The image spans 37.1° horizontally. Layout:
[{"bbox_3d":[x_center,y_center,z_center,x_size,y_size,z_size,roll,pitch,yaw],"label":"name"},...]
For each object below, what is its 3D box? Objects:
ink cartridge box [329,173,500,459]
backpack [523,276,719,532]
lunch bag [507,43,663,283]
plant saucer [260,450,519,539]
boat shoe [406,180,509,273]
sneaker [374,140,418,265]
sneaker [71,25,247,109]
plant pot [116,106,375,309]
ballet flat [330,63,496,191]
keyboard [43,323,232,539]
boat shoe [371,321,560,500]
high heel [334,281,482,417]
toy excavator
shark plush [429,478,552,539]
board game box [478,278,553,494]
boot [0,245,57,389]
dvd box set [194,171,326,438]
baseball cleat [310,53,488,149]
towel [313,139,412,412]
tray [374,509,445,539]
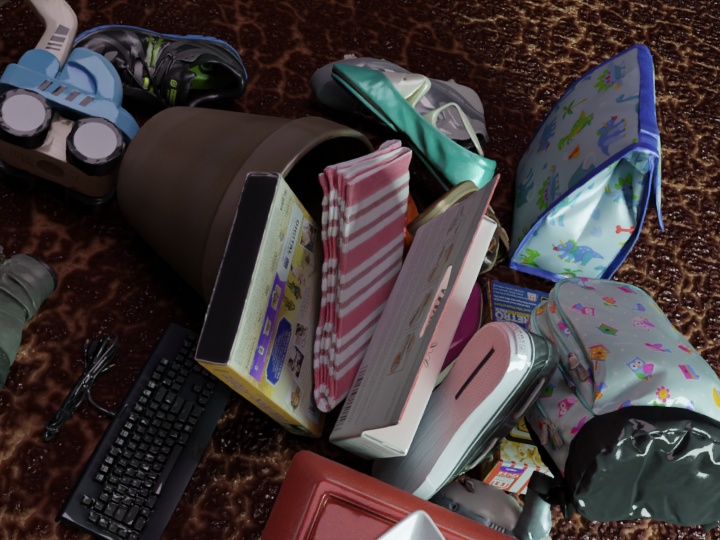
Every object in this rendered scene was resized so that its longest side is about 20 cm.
[{"bbox_3d":[0.053,0.041,0.809,0.043,0.174,0.200,27,72,-11],"label":"ink cartridge box"},{"bbox_3d":[0.203,0.100,0.855,0.167,0.127,0.200,14,29,-24],"label":"backpack"},{"bbox_3d":[0.240,-0.104,1.076,0.127,0.200,0.170,17,46,-7],"label":"lunch bag"},{"bbox_3d":[0.012,0.250,0.750,0.199,0.037,0.200,23,68,-1],"label":"plant saucer"},{"bbox_3d":[0.102,-0.031,1.002,0.072,0.072,0.200,53,11,12],"label":"boat shoe"},{"bbox_3d":[0.027,-0.040,1.040,0.077,0.073,0.200,22,51,-26],"label":"sneaker"},{"bbox_3d":[-0.203,-0.197,1.062,0.199,0.071,0.083,-5,36,-28],"label":"sneaker"},{"bbox_3d":[-0.109,-0.058,0.925,0.173,0.200,0.200,26,44,23],"label":"plant pot"},{"bbox_3d":[0.060,-0.154,1.083,0.200,0.070,0.067,45,6,5],"label":"ballet flat"},{"bbox_3d":[-0.182,0.117,0.845,0.127,0.021,0.200,24,46,-1],"label":"keyboard"},{"bbox_3d":[0.083,0.124,0.831,0.071,0.200,0.072,17,37,-31],"label":"boat shoe"},{"bbox_3d":[0.048,0.068,0.947,0.096,0.068,0.200,20,44,1],"label":"high heel"},{"bbox_3d":[-0.275,-0.177,0.972,0.194,0.100,0.200,22,61,-6],"label":"toy excavator"},{"bbox_3d":[0.118,0.259,0.837,0.083,0.091,0.201,-12,76,-7],"label":"shark plush"},{"bbox_3d":[0.181,0.111,0.973,0.151,0.046,0.200,13,48,-11],"label":"board game box"},{"bbox_3d":[-0.351,0.015,0.844,0.200,0.068,0.131,22,42,-13],"label":"boot"},{"bbox_3d":[-0.057,0.034,0.824,0.029,0.200,0.147,7,70,20],"label":"dvd box set"},{"bbox_3d":[0.047,-0.171,1.147,0.199,0.070,0.107,4,50,-17],"label":"baseball cleat"},{"bbox_3d":[0.000,0.000,0.883,0.030,0.201,0.146,11,19,20],"label":"towel"},{"bbox_3d":[0.056,0.272,0.719,0.107,0.022,0.200,-32,78,-19],"label":"tray"}]
